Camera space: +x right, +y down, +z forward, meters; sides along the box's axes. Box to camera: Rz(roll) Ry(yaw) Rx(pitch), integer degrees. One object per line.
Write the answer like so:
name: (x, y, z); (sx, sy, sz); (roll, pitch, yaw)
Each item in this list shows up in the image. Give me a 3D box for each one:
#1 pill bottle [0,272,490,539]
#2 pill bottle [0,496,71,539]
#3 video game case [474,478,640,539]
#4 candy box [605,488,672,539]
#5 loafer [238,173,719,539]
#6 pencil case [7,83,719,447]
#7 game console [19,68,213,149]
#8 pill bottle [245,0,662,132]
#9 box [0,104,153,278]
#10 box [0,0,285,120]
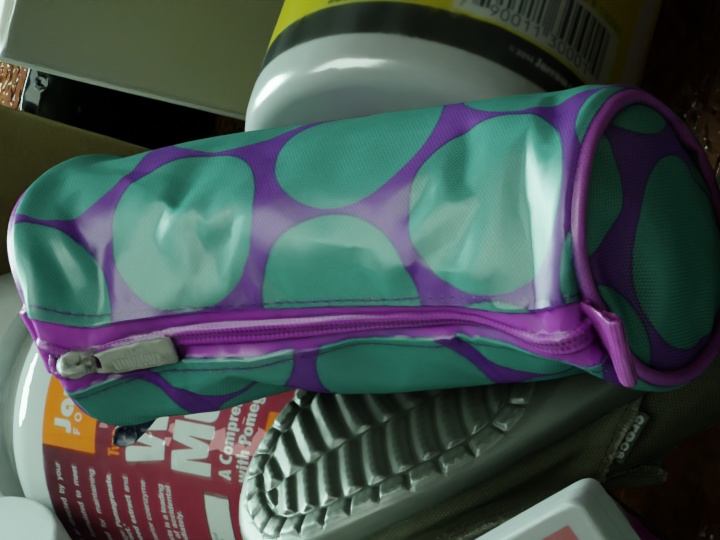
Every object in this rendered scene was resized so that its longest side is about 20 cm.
pill bottle: (-0.048, 0.055, 0.948); (0.199, 0.109, 0.110); (8, 86, 37)
pill bottle: (-0.103, 0.185, 0.947); (0.116, 0.116, 0.201); (20, 141, 57)
video game case: (0.025, 0.158, 0.746); (0.200, 0.017, 0.143); (-33, 95, 31)
candy box: (0.015, 0.169, 0.845); (0.061, 0.136, 0.200); (37, 121, 6)
loafer: (0.059, 0.045, 0.806); (0.199, 0.070, 0.075); (-26, 36, 9)
pencil case: (0.000, 0.000, 0.769); (0.199, 0.085, 0.093); (-7, 31, 32)
game console: (-0.104, -0.151, 1.148); (0.116, 0.176, 0.201); (16, 94, 28)
pill bottle: (0.043, -0.105, 0.865); (0.114, 0.114, 0.201); (-27, 37, 50)
box: (-0.122, 0.025, 1.053); (0.021, 0.200, 0.165); (11, 89, 27)
box: (-0.047, -0.094, 0.958); (0.095, 0.199, 0.078); (18, 95, 57)
